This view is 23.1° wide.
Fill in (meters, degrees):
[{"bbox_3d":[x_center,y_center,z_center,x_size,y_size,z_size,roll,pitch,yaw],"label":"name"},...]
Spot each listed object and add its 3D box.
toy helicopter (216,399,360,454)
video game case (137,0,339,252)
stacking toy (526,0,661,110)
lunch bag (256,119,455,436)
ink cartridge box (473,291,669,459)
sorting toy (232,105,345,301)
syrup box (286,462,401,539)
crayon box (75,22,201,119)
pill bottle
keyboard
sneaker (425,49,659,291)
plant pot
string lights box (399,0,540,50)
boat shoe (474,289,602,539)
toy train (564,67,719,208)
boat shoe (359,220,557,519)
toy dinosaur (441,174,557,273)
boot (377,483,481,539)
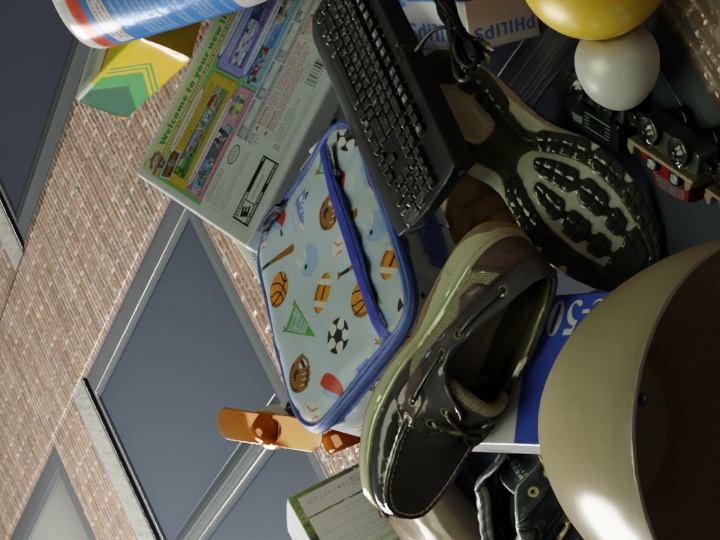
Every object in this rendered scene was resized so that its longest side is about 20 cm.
[{"bbox_3d":[-0.028,0.102,1.377,0.200,0.132,0.079,-33,77,60],"label":"toy helicopter"},{"bbox_3d":[-0.079,-0.132,1.333,0.182,0.022,0.201,32,96,50],"label":"video game case"},{"bbox_3d":[0.124,-0.178,0.970,0.146,0.146,0.201,30,141,51],"label":"stacking toy"},{"bbox_3d":[0.000,0.000,1.180,0.160,0.075,0.201,-54,40,37],"label":"lunch bag"},{"bbox_3d":[0.110,0.066,1.097,0.200,0.044,0.095,-5,73,56],"label":"ink cartridge box"},{"bbox_3d":[-0.015,-0.071,1.322,0.180,0.107,0.200,-53,58,34],"label":"sorting toy"},{"bbox_3d":[0.020,0.263,1.423,0.200,0.078,0.082,59,165,22],"label":"syrup box"},{"bbox_3d":[-0.170,-0.217,1.464,0.200,0.051,0.128,-26,46,62],"label":"crayon box"},{"bbox_3d":[-0.122,-0.238,1.286,0.199,0.112,0.113,-12,97,22],"label":"pill bottle"},{"bbox_3d":[0.025,-0.130,1.096,0.127,0.021,0.201,-52,46,34],"label":"keyboard"},{"bbox_3d":[0.116,-0.063,1.118,0.200,0.089,0.077,44,101,16],"label":"sneaker"},{"bbox_3d":[0.172,0.083,0.934,0.134,0.200,0.201,-4,102,56],"label":"plant pot"},{"bbox_3d":[0.049,-0.244,1.120,0.103,0.059,0.201,15,119,57],"label":"string lights box"},{"bbox_3d":[0.130,0.109,1.147,0.071,0.091,0.201,41,139,43],"label":"boat shoe"},{"bbox_3d":[0.184,-0.063,1.014,0.200,0.034,0.046,41,142,44],"label":"toy train"},{"bbox_3d":[0.060,0.070,1.066,0.065,0.072,0.201,45,114,53],"label":"boat shoe"},{"bbox_3d":[0.070,-0.043,1.222,0.200,0.060,0.106,51,119,29],"label":"toy dinosaur"},{"bbox_3d":[0.063,0.187,1.312,0.147,0.070,0.200,63,163,-10],"label":"boot"}]
